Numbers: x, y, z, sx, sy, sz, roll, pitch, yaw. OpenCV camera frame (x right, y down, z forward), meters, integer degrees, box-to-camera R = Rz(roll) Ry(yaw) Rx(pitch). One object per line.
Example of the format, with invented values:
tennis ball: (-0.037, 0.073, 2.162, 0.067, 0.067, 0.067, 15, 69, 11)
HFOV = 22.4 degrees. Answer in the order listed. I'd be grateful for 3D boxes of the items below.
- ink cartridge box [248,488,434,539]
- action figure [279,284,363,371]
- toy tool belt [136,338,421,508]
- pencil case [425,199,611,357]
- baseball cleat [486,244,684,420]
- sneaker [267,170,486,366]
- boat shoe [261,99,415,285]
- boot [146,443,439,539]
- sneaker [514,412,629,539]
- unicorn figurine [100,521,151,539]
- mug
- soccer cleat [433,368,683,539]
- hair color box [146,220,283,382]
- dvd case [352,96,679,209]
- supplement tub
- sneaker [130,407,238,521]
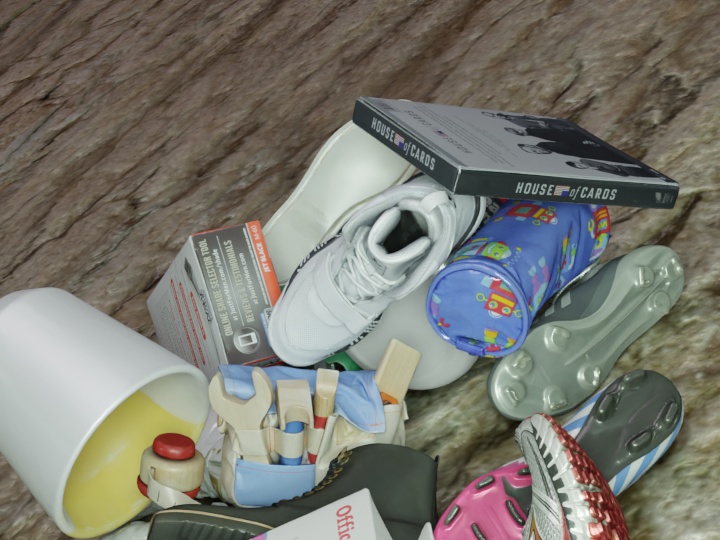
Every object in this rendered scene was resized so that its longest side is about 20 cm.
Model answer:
ink cartridge box: (-0.032, 0.235, 1.076, 0.199, 0.126, 0.129, -24, 23, 6)
action figure: (0.015, 0.033, 1.523, 0.199, 0.119, 0.055, -28, -11, -47)
toy tool belt: (-0.058, 0.103, 1.306, 0.198, 0.124, 0.125, 3, 17, -14)
pencil case: (0.119, -0.005, 1.333, 0.077, 0.088, 0.200, 16, 30, 21)
baseball cleat: (0.159, 0.051, 1.372, 0.199, 0.070, 0.106, -32, 9, -25)
sneaker: (0.000, 0.000, 1.298, 0.200, 0.075, 0.115, -41, -3, 15)
boat shoe: (-0.015, -0.060, 1.530, 0.201, 0.075, 0.062, -52, -6, 2)
boot: (-0.038, 0.160, 1.197, 0.198, 0.078, 0.139, 16, 36, -11)
sneaker: (0.114, 0.169, 1.071, 0.082, 0.078, 0.201, -26, 43, 17)
unicorn figurine: (-0.161, 0.213, 1.329, 0.137, 0.074, 0.200, -23, 14, -22)
mug: (-0.221, 0.106, 1.342, 0.153, 0.188, 0.149, 36, 29, 25)
soccer cleat: (0.132, 0.144, 1.183, 0.199, 0.070, 0.086, -35, -21, -13)
hair color box: (-0.117, 0.044, 1.492, 0.063, 0.112, 0.200, -14, -10, -19)
dvd case: (0.113, -0.086, 1.332, 0.198, 0.025, 0.150, 2, 22, -32)
supplement tub: (0.070, -0.007, 1.458, 0.139, 0.141, 0.200, -10, 20, 34)
sneaker: (-0.130, 0.155, 1.429, 0.199, 0.074, 0.116, -27, 19, -3)
